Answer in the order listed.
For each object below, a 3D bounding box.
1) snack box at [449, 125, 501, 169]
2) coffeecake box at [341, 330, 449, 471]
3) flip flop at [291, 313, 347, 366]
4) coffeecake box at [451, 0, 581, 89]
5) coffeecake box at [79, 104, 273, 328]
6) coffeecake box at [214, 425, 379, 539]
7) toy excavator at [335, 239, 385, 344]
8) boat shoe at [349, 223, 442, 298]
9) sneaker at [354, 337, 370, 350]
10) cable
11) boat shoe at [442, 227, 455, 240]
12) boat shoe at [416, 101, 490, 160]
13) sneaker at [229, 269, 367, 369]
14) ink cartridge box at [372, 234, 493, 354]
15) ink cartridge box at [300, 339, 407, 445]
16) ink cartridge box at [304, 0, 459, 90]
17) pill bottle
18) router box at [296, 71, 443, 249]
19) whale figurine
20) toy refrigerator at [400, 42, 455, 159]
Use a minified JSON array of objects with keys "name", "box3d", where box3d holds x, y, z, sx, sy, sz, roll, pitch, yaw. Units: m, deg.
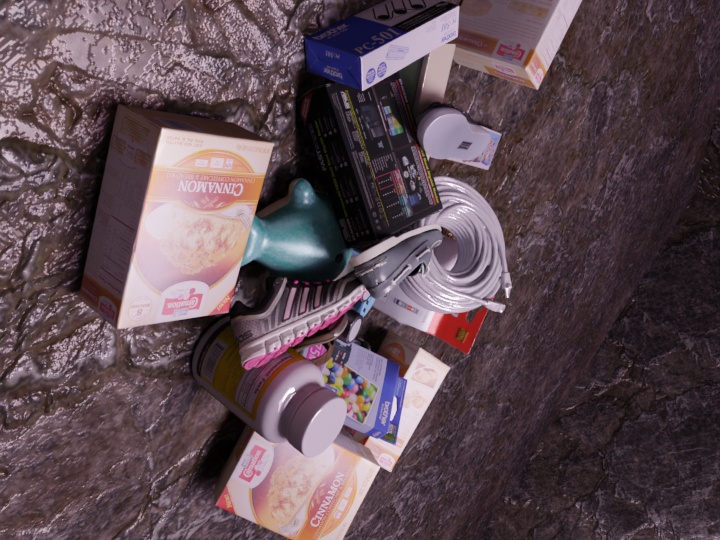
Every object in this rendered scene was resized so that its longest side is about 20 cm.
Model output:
[{"name":"snack box","box3d":[0.193,-0.227,1.214,0.198,0.024,0.073,-1,114,-56]},{"name":"coffeecake box","box3d":[0.052,0.225,1.202,0.072,0.153,0.202,32,86,-19]},{"name":"flip flop","box3d":[-0.071,0.109,0.949,0.200,0.058,0.081,-39,-173,46]},{"name":"coffeecake box","box3d":[0.238,-0.398,1.022,0.073,0.152,0.203,22,96,-58]},{"name":"coffeecake box","box3d":[-0.190,-0.054,0.710,0.152,0.072,0.204,-7,120,-56]},{"name":"coffeecake box","box3d":[-0.095,0.307,1.017,0.198,0.073,0.156,29,90,-14]},{"name":"toy excavator","box3d":[0.000,0.000,1.055,0.198,0.098,0.199,-69,163,10]},{"name":"boat shoe","box3d":[0.056,-0.013,0.878,0.072,0.063,0.199,-26,178,33]},{"name":"sneaker","box3d":[-0.056,0.197,1.121,0.199,0.075,0.118,-25,132,-49]},{"name":"cable","box3d":[0.131,-0.037,1.026,0.196,0.069,0.205,6,76,-26]},{"name":"boat shoe","box3d":[0.179,-0.073,1.271,0.071,0.070,0.202,-49,148,-22]},{"name":"boat shoe","box3d":[0.120,-0.201,0.939,0.070,0.067,0.199,-50,159,26]},{"name":"sneaker","box3d":[-0.076,0.036,0.834,0.198,0.088,0.074,-30,172,-21]},{"name":"ink cartridge box","box3d":[0.120,0.023,1.127,0.050,0.198,0.165,11,105,-57]},{"name":"ink cartridge box","box3d":[-0.011,0.175,1.042,0.042,0.198,0.121,-41,-153,49]},{"name":"ink cartridge box","box3d":[0.031,-0.292,0.851,0.199,0.093,0.045,-38,141,-34]},{"name":"pill bottle","box3d":[-0.115,0.149,0.872,0.111,0.198,0.113,-35,141,-35]},{"name":"router box","box3d":[0.017,-0.148,0.882,0.149,0.061,0.204,-25,100,-43]},{"name":"whale figurine","box3d":[-0.085,-0.035,0.868,0.198,0.103,0.162,-3,117,-55]},{"name":"toy refrigerator","box3d":[0.065,-0.229,0.971,0.069,0.075,0.204,-20,130,-48]}]
